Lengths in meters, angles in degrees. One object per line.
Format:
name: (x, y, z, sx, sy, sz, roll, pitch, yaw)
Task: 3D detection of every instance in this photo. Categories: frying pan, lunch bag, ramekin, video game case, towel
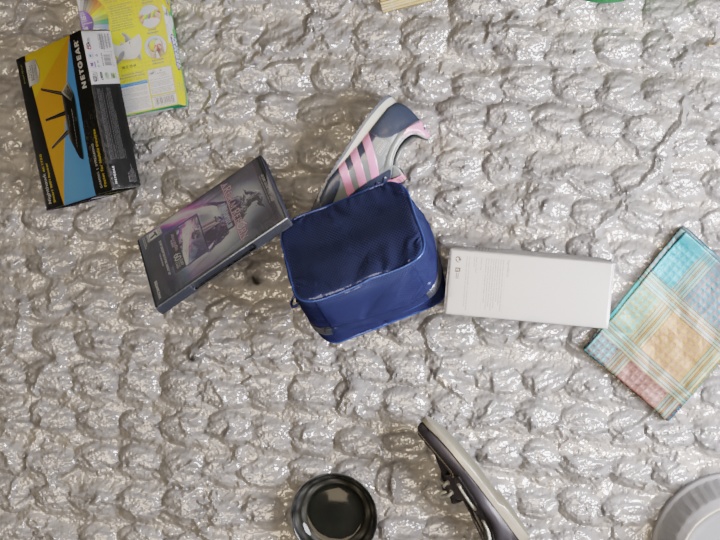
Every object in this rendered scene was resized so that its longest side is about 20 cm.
frying pan: (-0.033, 0.353, 1.690, 0.114, 0.031, 0.192, 0, 95, 7)
lunch bag: (0.000, 0.000, 1.615, 0.198, 0.133, 0.137, -20, 55, 9)
ramekin: (0.461, 0.352, 1.599, 0.200, 0.094, 0.205, 0, 92, 6)
video game case: (-0.187, -0.047, 1.654, 0.199, 0.143, 0.019, -35, 131, 8)
towel: (0.394, 0.067, 1.633, 0.146, 0.022, 0.200, 40, 96, 5)

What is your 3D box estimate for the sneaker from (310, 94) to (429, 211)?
sneaker: (0.009, -0.117, 1.648, 0.082, 0.070, 0.201, 34, 97, 7)

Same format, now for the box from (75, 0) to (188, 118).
box: (-0.298, -0.301, 1.692, 0.116, 0.048, 0.202, -10, 93, 8)

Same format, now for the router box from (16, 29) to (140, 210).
router box: (-0.359, -0.188, 1.665, 0.148, 0.051, 0.202, -12, 90, 43)

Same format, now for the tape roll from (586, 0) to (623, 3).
tape roll: (0.305, -0.434, 1.612, 0.198, 0.048, 0.203, 0, 92, 7)

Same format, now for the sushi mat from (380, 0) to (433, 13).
sushi mat: (0.113, -0.395, 1.655, 0.198, 0.012, 0.097, -13, 90, 7)

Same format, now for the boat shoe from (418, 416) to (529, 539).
boat shoe: (0.128, 0.274, 1.642, 0.063, 0.073, 0.200, -39, 92, 6)

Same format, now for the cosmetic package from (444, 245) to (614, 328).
cosmetic package: (0.207, 0.018, 1.612, 0.198, 0.108, 0.086, 6, 93, 8)
